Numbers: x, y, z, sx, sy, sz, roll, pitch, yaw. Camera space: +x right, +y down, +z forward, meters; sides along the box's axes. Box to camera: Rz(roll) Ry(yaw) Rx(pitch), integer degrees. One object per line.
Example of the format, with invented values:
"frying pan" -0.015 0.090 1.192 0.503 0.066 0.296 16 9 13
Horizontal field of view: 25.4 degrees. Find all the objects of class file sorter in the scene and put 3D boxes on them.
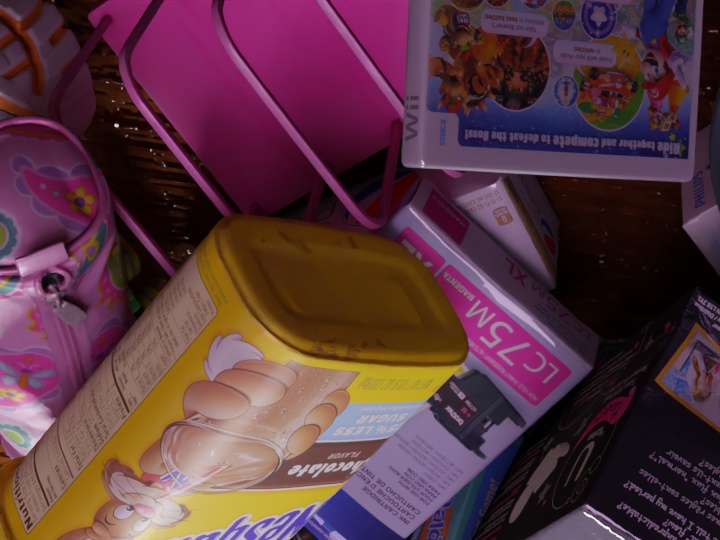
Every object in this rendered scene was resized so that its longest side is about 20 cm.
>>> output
"file sorter" -0.023 -0.092 0.732 0.199 0.126 0.139 -29 114 24

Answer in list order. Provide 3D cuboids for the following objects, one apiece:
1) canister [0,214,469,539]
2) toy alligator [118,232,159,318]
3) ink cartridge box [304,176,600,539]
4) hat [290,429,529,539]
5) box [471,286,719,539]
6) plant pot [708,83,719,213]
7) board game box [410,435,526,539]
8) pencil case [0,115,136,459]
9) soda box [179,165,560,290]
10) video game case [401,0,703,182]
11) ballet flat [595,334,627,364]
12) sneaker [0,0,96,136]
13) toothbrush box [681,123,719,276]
"canister" -0.062 0.072 0.711 0.148 0.087 0.200 7 134 -47
"toy alligator" -0.132 0.042 0.879 0.054 0.059 0.201 12 138 54
"ink cartridge box" 0.009 0.064 0.792 0.119 0.042 0.200 41 121 -6
"hat" 0.019 0.127 0.888 0.198 0.081 0.202 4 121 6
"box" 0.140 0.117 0.718 0.131 0.115 0.200 33 157 0
"plant pot" 0.240 -0.022 0.630 0.198 0.135 0.202 5 120 8
"board game box" 0.111 0.188 0.853 0.199 0.153 0.045 27 164 -24
"pencil case" -0.144 0.021 0.735 0.086 0.088 0.201 8 147 4
"soda box" 0.000 0.000 0.823 0.198 0.064 0.068 -22 116 20
"video game case" 0.084 -0.140 0.653 0.142 0.018 0.202 1 93 -31
"ballet flat" 0.198 0.090 0.856 0.198 0.072 0.072 22 123 -2
"sneaker" -0.218 -0.109 0.780 0.199 0.078 0.078 28 128 11
"toothbrush box" 0.269 -0.037 0.745 0.199 0.086 0.147 -30 112 26
